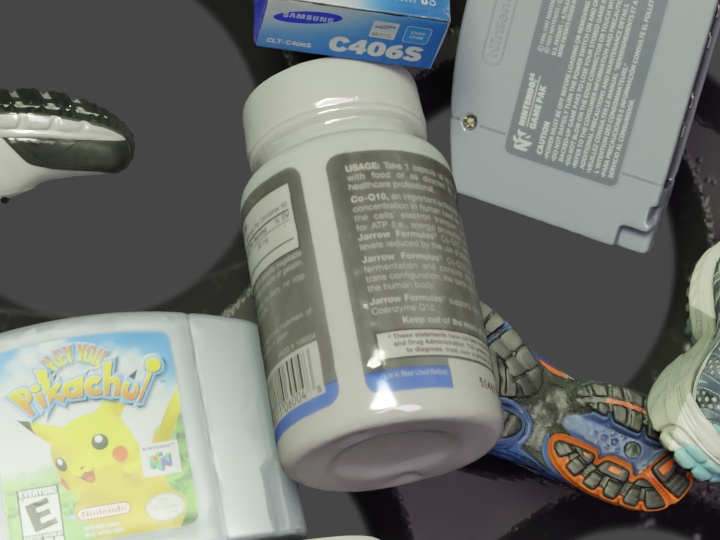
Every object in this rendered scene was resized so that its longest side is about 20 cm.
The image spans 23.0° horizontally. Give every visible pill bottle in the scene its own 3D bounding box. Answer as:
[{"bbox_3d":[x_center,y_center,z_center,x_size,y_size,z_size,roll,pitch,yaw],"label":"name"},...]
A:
[{"bbox_3d":[0.000,0.000,0.896,0.113,0.114,0.201,-5,66,-12],"label":"pill bottle"}]

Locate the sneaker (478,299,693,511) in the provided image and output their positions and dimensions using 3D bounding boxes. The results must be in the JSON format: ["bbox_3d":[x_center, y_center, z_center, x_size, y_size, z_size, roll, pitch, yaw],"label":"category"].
[{"bbox_3d":[0.083,0.076,0.960,0.199,0.078,0.076,31,77,8],"label":"sneaker"}]

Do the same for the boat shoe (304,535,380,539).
[{"bbox_3d":[-0.077,0.175,0.857,0.200,0.072,0.061,-7,63,-14],"label":"boat shoe"}]

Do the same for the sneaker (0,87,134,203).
[{"bbox_3d":[-0.216,-0.051,0.909,0.199,0.074,0.081,-2,103,-8],"label":"sneaker"}]

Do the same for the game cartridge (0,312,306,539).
[{"bbox_3d":[-0.136,0.090,0.899,0.199,0.041,0.134,-9,63,-11],"label":"game cartridge"}]

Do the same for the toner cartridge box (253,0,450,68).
[{"bbox_3d":[-0.005,-0.204,0.922,0.094,0.043,0.201,5,61,-11],"label":"toner cartridge box"}]

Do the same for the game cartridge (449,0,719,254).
[{"bbox_3d":[0.120,-0.123,0.940,0.133,0.040,0.201,19,108,15],"label":"game cartridge"}]

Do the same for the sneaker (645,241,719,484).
[{"bbox_3d":[0.222,0.033,0.941,0.078,0.086,0.200,44,38,-11],"label":"sneaker"}]
